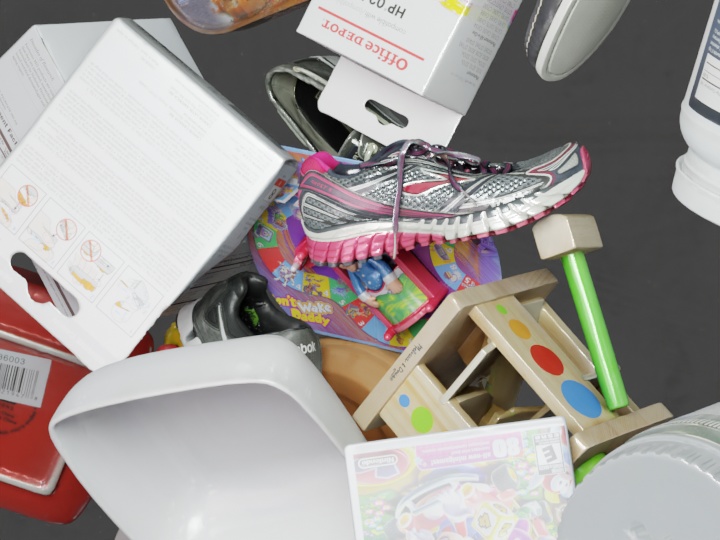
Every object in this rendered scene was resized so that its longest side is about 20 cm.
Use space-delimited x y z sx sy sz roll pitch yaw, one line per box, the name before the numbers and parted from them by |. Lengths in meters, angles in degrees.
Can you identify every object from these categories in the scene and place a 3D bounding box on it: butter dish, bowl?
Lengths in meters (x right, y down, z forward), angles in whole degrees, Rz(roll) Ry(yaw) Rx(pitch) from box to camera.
butter dish | -0.280 0.070 1.849 0.199 0.148 0.200 20 116 -12
bowl | -0.089 0.119 1.587 0.199 0.075 0.200 -12 133 24

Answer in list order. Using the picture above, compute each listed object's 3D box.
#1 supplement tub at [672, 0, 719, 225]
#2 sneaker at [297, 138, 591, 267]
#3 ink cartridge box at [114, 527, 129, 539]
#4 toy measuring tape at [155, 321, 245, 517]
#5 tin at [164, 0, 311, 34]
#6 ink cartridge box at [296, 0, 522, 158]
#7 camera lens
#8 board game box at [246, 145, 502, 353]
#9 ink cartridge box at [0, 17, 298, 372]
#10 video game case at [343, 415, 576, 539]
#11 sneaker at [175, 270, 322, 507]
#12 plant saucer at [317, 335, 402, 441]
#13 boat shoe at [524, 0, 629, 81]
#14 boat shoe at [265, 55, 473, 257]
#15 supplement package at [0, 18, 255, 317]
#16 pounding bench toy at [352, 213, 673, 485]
supplement tub | 0.274 -0.125 1.402 0.140 0.140 0.201 27 112 30
sneaker | 0.054 -0.055 1.542 0.199 0.081 0.075 -11 98 11
ink cartridge box | -0.142 0.250 1.800 0.116 0.067 0.200 46 122 38
toy measuring tape | -0.108 0.097 1.738 0.074 0.073 0.200 -63 34 26
tin | -0.067 -0.242 1.700 0.200 0.042 0.112 -16 92 37
ink cartridge box | 0.039 -0.184 1.577 0.115 0.068 0.201 29 96 30
camera lens | 0.232 0.163 1.441 0.160 0.200 0.161 6 101 35
board game box | 0.000 0.000 1.637 0.199 0.039 0.158 13 127 22
ink cartridge box | -0.164 -0.048 1.619 0.162 0.050 0.200 40 99 10
video game case | 0.072 0.200 1.463 0.143 0.018 0.201 -8 82 4
sneaker | -0.057 0.085 1.678 0.091 0.066 0.200 -47 68 40
plant saucer | -0.014 0.148 1.723 0.200 0.037 0.201 7 102 36
boat shoe | 0.152 -0.221 1.519 0.060 0.074 0.201 35 113 27
boat shoe | 0.009 -0.077 1.653 0.200 0.064 0.071 43 119 23
supplement package | -0.176 -0.074 1.732 0.111 0.156 0.200 -37 75 34
pounding bench toy | 0.128 0.079 1.552 0.156 0.124 0.200 49 121 20
